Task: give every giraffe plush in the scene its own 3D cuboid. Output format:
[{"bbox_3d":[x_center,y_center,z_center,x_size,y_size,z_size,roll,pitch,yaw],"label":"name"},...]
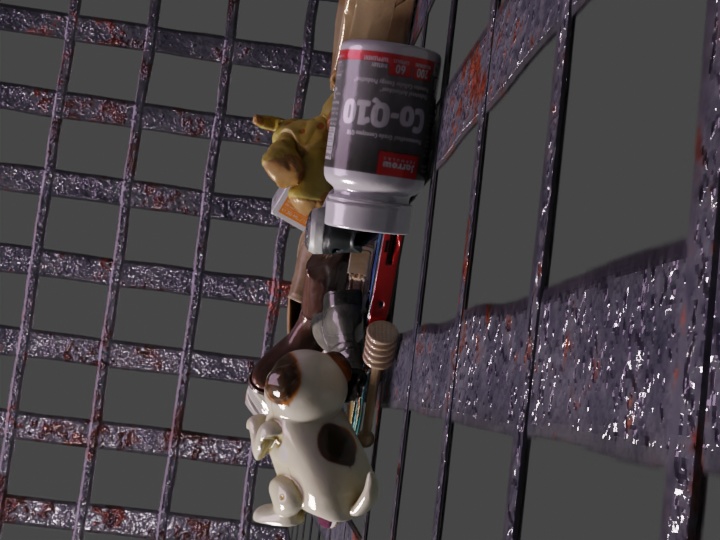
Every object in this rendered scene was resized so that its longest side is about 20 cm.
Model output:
[{"bbox_3d":[-0.038,-0.182,1.579,0.172,0.162,0.200,40,-157,-47],"label":"giraffe plush"}]

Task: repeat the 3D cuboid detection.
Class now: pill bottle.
[{"bbox_3d":[0.021,-0.144,1.227,0.114,0.113,0.201,-125,42,-83],"label":"pill bottle"}]

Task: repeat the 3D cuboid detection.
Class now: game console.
[{"bbox_3d":[0.032,-0.043,1.438,0.177,0.031,0.201,-92,11,-62],"label":"game console"}]

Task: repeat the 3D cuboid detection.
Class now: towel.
[{"bbox_3d":[-0.005,0.174,1.608,0.147,0.022,0.201,-91,8,-59],"label":"towel"}]

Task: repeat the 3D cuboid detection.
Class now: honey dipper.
[{"bbox_3d":[0.016,0.144,1.334,0.038,0.038,0.201,-88,4,-50],"label":"honey dipper"}]

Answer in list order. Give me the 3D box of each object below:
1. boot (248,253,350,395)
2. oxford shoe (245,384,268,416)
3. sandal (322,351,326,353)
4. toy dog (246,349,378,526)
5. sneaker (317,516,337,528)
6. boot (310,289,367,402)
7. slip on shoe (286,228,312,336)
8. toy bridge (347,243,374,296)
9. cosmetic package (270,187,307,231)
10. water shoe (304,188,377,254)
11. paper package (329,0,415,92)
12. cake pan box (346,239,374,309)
[{"bbox_3d":[-0.081,0.060,1.569,0.186,0.064,0.200,-43,-22,-43],"label":"boot"},{"bbox_3d":[-0.095,0.232,1.602,0.075,0.200,0.058,-23,-23,-48],"label":"oxford shoe"},{"bbox_3d":[-0.065,0.155,1.827,0.079,0.059,0.207,55,-157,-65],"label":"sandal"},{"bbox_3d":[-0.062,0.195,1.338,0.194,0.139,0.201,-4,97,64],"label":"toy dog"},{"bbox_3d":[-0.072,0.302,1.691,0.075,0.090,0.201,-90,0,-64],"label":"sneaker"},{"bbox_3d":[-0.027,0.115,1.481,0.200,0.067,0.131,102,165,-69],"label":"boot"},{"bbox_3d":[-0.080,0.032,1.703,0.060,0.076,0.201,-19,-57,-47],"label":"slip on shoe"},{"bbox_3d":[0.000,0.000,1.491,0.200,0.027,0.068,-64,-18,-86],"label":"toy bridge"},{"bbox_3d":[-0.045,-0.155,1.711,0.200,0.101,0.071,-58,13,17],"label":"cosmetic package"},{"bbox_3d":[-0.013,-0.054,1.407,0.200,0.079,0.072,-56,-26,-70],"label":"water shoe"},{"bbox_3d":[0.020,-0.388,1.687,0.200,0.103,0.191,-87,8,-49],"label":"paper package"},{"bbox_3d":[-0.014,0.039,1.747,0.200,0.052,0.185,-89,6,-56],"label":"cake pan box"}]
